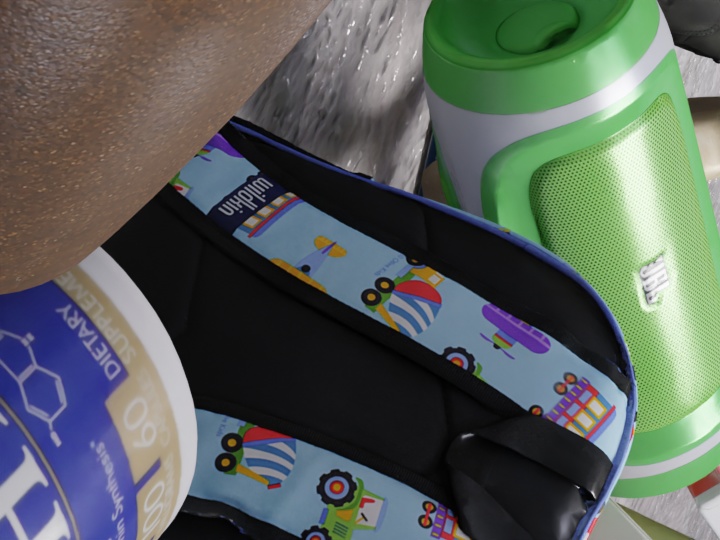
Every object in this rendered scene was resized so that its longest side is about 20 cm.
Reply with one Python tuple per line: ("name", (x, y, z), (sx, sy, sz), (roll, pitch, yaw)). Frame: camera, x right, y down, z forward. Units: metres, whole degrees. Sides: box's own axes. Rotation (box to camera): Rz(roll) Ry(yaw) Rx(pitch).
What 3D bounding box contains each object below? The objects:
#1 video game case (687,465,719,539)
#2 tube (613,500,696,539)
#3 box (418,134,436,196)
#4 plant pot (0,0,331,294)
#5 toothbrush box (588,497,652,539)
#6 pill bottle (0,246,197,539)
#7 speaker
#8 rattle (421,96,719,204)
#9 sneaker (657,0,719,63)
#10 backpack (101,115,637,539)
("video game case", (0.141, 0.059, 1.105), (0.017, 0.201, 0.143), (-30, 139, 8))
("tube", (0.067, 0.110, 1.077), (0.058, 0.199, 0.052), (-42, 136, -33))
("box", (0.084, -0.116, 1.121), (0.137, 0.038, 0.201), (-37, 144, -58))
("plant pot", (-0.071, -0.096, 0.517), (0.187, 0.186, 0.200), (-48, 168, -47))
("toothbrush box", (0.018, 0.157, 0.960), (0.200, 0.146, 0.086), (-40, 154, -12))
("pill bottle", (-0.135, 0.075, 0.571), (0.200, 0.119, 0.120), (-50, 154, -46))
("speaker", (0.082, -0.015, 0.879), (0.089, 0.088, 0.201), (-55, 140, -36))
("rattle", (0.131, -0.009, 0.977), (0.130, 0.199, 0.144), (10, 75, -64))
("sneaker", (0.129, -0.124, 0.993), (0.076, 0.091, 0.200), (-52, 180, 22))
("backpack", (-0.022, 0.059, 0.751), (0.183, 0.199, 0.135), (-59, 160, -30))
